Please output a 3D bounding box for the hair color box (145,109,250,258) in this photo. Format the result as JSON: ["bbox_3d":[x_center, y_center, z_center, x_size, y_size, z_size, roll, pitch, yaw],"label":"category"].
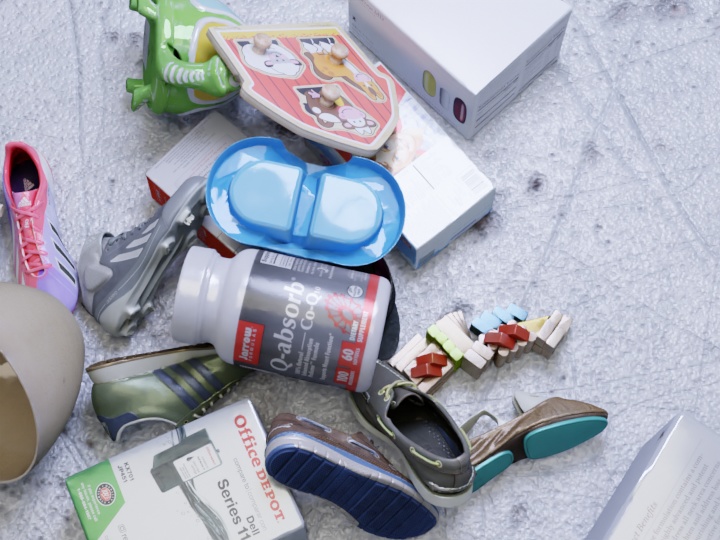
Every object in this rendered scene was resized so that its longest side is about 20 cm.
[{"bbox_3d":[-0.122,-0.066,1.333,0.200,0.064,0.111,41,73,14],"label":"hair color box"}]

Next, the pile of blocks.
[{"bbox_3d":[0.126,0.068,1.285,0.199,0.062,0.083,-18,71,-7],"label":"pile of blocks"}]

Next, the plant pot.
[{"bbox_3d":[-0.353,0.090,1.229,0.200,0.201,0.134,33,39,11],"label":"plant pot"}]

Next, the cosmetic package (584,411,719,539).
[{"bbox_3d":[0.327,0.269,1.158,0.199,0.166,0.168,34,73,11],"label":"cosmetic package"}]

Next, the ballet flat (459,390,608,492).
[{"bbox_3d":[0.151,0.167,1.257,0.199,0.068,0.073,-26,53,-5],"label":"ballet flat"}]

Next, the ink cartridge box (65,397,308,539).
[{"bbox_3d":[-0.167,0.234,1.215,0.199,0.083,0.147,-24,73,-9],"label":"ink cartridge box"}]

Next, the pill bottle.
[{"bbox_3d":[-0.077,0.044,1.207,0.199,0.116,0.117,12,71,0],"label":"pill bottle"}]

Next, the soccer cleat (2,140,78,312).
[{"bbox_3d":[-0.348,-0.042,1.317,0.066,0.077,0.201,-14,69,-1],"label":"soccer cleat"}]

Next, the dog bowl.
[{"bbox_3d":[-0.055,-0.063,1.234,0.199,0.050,0.112,12,76,-2],"label":"dog bowl"}]

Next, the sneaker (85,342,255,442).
[{"bbox_3d":[-0.177,0.124,1.271,0.199,0.067,0.091,-9,92,-14],"label":"sneaker"}]

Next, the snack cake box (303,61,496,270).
[{"bbox_3d":[0.040,-0.115,1.348,0.115,0.067,0.200,-37,74,-11],"label":"snack cake box"}]

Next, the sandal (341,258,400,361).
[{"bbox_3d":[-0.001,0.000,1.279,0.075,0.048,0.202,-16,97,-23],"label":"sandal"}]

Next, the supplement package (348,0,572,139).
[{"bbox_3d":[0.107,-0.282,1.384,0.156,0.111,0.200,-42,75,-14],"label":"supplement package"}]

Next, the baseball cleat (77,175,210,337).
[{"bbox_3d":[-0.233,-0.029,1.283,0.106,0.070,0.201,37,103,17],"label":"baseball cleat"}]

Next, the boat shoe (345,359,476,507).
[{"bbox_3d":[0.049,0.145,1.221,0.072,0.061,0.202,-16,42,-25],"label":"boat shoe"}]

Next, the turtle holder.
[{"bbox_3d":[-0.180,-0.240,1.335,0.131,0.185,0.142,2,83,-17],"label":"turtle holder"}]

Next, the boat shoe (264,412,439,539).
[{"bbox_3d":[-0.004,0.195,1.211,0.200,0.072,0.073,34,29,-25],"label":"boat shoe"}]

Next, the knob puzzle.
[{"bbox_3d":[-0.037,-0.195,1.268,0.218,0.031,0.220,18,40,-16],"label":"knob puzzle"}]

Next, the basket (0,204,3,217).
[{"bbox_3d":[-0.453,-0.098,1.291,0.138,0.176,0.201,-14,90,-5],"label":"basket"}]
